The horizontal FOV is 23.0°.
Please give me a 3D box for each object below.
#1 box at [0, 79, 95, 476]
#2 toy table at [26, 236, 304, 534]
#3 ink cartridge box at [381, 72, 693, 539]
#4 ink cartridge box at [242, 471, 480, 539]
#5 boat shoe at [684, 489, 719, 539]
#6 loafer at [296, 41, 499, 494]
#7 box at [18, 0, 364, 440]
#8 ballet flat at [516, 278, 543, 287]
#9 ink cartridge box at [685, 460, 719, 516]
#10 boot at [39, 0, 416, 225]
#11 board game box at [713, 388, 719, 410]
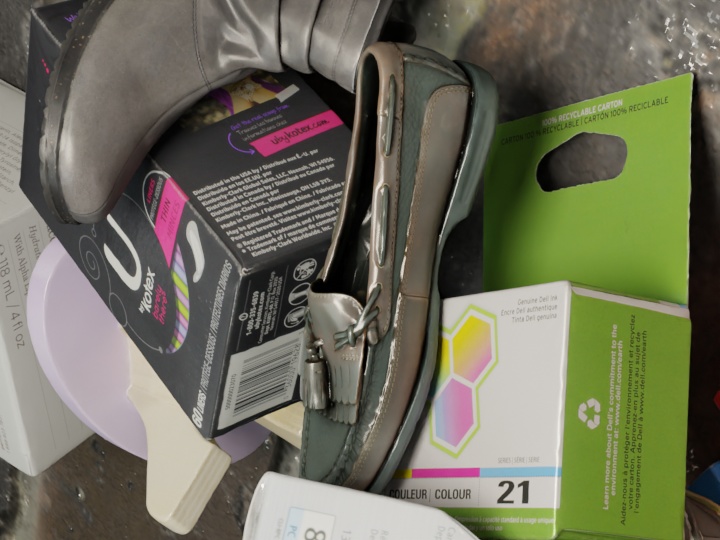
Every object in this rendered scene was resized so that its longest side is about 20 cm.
[{"bbox_3d":[-0.249,-0.007,1.185,0.199,0.130,0.201,26,137,34],"label":"box"},{"bbox_3d":[-0.087,0.053,1.018,0.199,0.186,0.117,27,173,-41],"label":"toy table"},{"bbox_3d":[0.069,0.018,0.778,0.147,0.075,0.203,-11,73,54],"label":"ink cartridge box"},{"bbox_3d":[0.056,0.142,0.750,0.198,0.048,0.160,10,160,7],"label":"ink cartridge box"},{"bbox_3d":[0.098,0.130,0.835,0.201,0.060,0.073,-9,70,60],"label":"boat shoe"},{"bbox_3d":[0.000,0.000,0.765,0.072,0.062,0.202,12,85,57],"label":"loafer"},{"bbox_3d":[-0.078,-0.038,0.882,0.200,0.105,0.123,49,143,31],"label":"box"},{"bbox_3d":[0.097,0.069,0.905,0.074,0.074,0.201,35,140,26],"label":"ballet flat"},{"bbox_3d":[0.209,0.189,0.809,0.201,0.067,0.117,61,150,22],"label":"ink cartridge box"},{"bbox_3d":[-0.052,-0.098,0.787,0.130,0.202,0.070,18,161,14],"label":"boot"},{"bbox_3d":[0.228,0.049,0.691,0.152,0.046,0.201,60,152,30],"label":"board game box"}]
